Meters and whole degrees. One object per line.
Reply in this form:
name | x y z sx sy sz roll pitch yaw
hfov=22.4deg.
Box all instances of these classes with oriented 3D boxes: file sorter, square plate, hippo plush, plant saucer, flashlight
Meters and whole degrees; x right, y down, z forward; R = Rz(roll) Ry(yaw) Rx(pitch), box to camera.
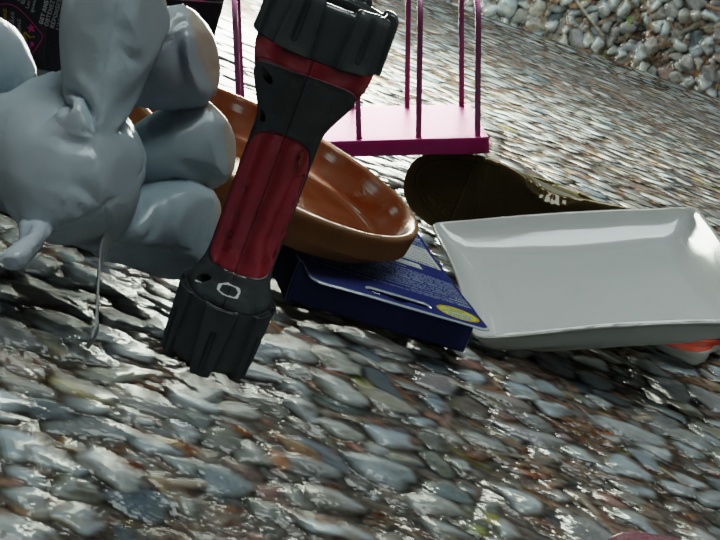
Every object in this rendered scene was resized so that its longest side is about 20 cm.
file sorter | -0.005 -0.165 1.434 0.198 0.126 0.139 -2 15 -2
square plate | 0.159 0.007 1.236 0.196 0.029 0.200 -4 23 -5
hippo plush | -0.170 -0.055 0.949 0.160 0.201 0.159 3 -28 27
plant saucer | -0.058 -0.060 1.120 0.199 0.032 0.200 27 15 -8
flashlight | -0.045 -0.043 0.899 0.067 0.201 0.068 7 19 -44

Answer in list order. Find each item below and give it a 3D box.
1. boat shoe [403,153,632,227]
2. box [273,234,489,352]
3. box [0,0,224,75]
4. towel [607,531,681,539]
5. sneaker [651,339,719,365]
boat shoe | 0.128 -0.040 1.430 0.199 0.075 0.066 20 -2 -1
box | 0.000 0.000 1.151 0.120 0.033 0.200 17 14 -17
box | -0.199 -0.208 1.429 0.114 0.133 0.200 21 13 16
towel | 0.206 0.181 0.806 0.143 0.023 0.200 15 16 -21
sneaker | 0.265 0.016 1.375 0.077 0.082 0.200 25 15 15
